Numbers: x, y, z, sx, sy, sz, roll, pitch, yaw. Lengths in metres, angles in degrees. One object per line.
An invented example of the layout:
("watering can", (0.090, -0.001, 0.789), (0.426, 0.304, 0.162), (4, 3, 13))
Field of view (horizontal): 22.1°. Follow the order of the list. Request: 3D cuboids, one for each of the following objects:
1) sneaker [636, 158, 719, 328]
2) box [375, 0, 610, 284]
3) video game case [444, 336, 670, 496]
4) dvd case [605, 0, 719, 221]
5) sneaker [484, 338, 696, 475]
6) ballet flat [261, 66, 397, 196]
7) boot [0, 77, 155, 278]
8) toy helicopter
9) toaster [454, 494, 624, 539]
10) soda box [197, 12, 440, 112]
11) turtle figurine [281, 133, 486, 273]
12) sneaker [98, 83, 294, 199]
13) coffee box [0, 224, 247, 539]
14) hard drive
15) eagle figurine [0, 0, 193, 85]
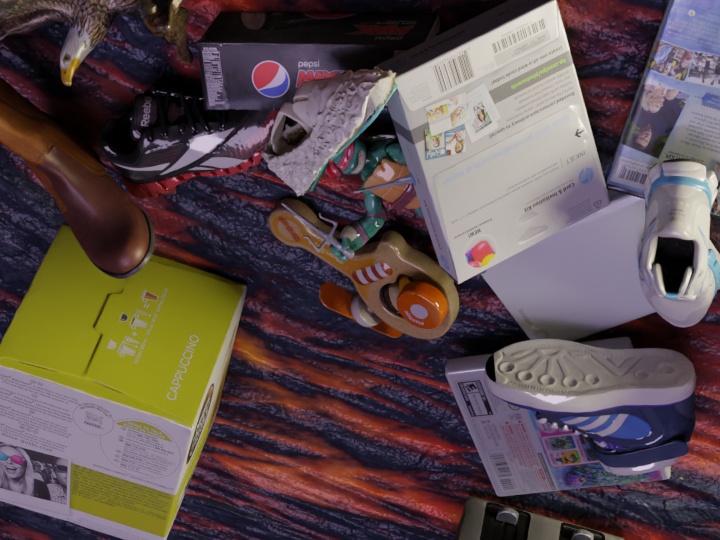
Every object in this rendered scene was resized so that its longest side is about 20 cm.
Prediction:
("sneaker", (0.266, -0.001, 1.570), (0.074, 0.087, 0.201), (3, 144, 16))
("box", (0.113, -0.110, 1.526), (0.155, 0.041, 0.201), (-27, 120, -11))
("video game case", (0.195, 0.146, 1.796), (0.180, 0.024, 0.201), (-8, 134, 17))
("dvd case", (0.298, -0.133, 1.520), (0.141, 0.018, 0.201), (16, 125, 1))
("sneaker", (0.211, 0.142, 1.710), (0.198, 0.081, 0.147), (0, 132, 0))
("ballet flat", (-0.035, -0.118, 1.495), (0.071, 0.072, 0.200), (28, 153, -10))
("boot", (-0.270, -0.098, 1.600), (0.068, 0.189, 0.200), (-33, 143, 8))
("toy helicopter", (0.000, 0.000, 1.723), (0.199, 0.079, 0.133), (31, 142, 2))
("toaster", (0.173, 0.347, 1.937), (0.179, 0.119, 0.201), (15, 133, 3))
("soda box", (-0.033, -0.176, 1.554), (0.198, 0.071, 0.064), (3, 121, 14))
("turtle figurine", (0.041, -0.071, 1.613), (0.198, 0.102, 0.150), (18, 146, -17))
("sneaker", (-0.148, -0.125, 1.627), (0.199, 0.071, 0.098), (-15, 144, 28))
("coffee box", (-0.242, 0.113, 1.790), (0.198, 0.201, 0.199), (18, 133, 0))
("hard drive", (0.216, -0.005, 1.671), (0.199, 0.026, 0.132), (-22, 122, 30))
("eagle figurine", (-0.241, -0.224, 1.518), (0.198, 0.152, 0.153), (14, 133, 5))
